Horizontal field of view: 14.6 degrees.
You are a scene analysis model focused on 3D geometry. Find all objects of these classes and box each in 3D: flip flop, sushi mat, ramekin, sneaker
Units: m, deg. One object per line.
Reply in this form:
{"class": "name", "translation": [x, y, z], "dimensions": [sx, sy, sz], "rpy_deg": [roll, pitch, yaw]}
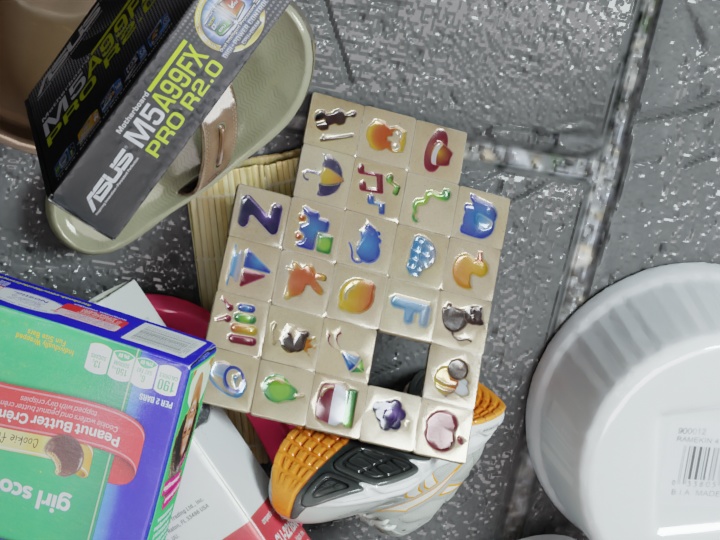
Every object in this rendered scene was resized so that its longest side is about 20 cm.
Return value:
{"class": "flip flop", "translation": [-0.105, -0.081, 1.643], "dimensions": [0.200, 0.058, 0.081], "rpy_deg": [-40, 100, 9]}
{"class": "sushi mat", "translation": [-0.050, 0.024, 1.724], "dimensions": [0.095, 0.012, 0.201], "rpy_deg": [-9, 112, -7]}
{"class": "ramekin", "translation": [0.210, 0.105, 1.761], "dimensions": [0.199, 0.098, 0.202], "rpy_deg": [-4, 112, -9]}
{"class": "sneaker", "translation": [0.014, 0.130, 1.702], "dimensions": [0.200, 0.076, 0.092], "rpy_deg": [-18, 133, -49]}

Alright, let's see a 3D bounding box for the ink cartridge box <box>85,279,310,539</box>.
{"class": "ink cartridge box", "translation": [-0.144, 0.128, 1.645], "dimensions": [0.144, 0.084, 0.200], "rpy_deg": [-33, 93, 14]}

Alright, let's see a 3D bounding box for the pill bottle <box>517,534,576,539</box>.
{"class": "pill bottle", "translation": [0.133, 0.274, 1.804], "dimensions": [0.112, 0.113, 0.201], "rpy_deg": [-19, 114, -3]}

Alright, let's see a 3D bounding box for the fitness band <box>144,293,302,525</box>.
{"class": "fitness band", "translation": [-0.116, 0.106, 1.724], "dimensions": [0.143, 0.037, 0.201], "rpy_deg": [-25, 112, 11]}

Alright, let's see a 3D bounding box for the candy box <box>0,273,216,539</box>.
{"class": "candy box", "translation": [-0.188, 0.116, 1.568], "dimensions": [0.168, 0.077, 0.201], "rpy_deg": [17, 102, 9]}

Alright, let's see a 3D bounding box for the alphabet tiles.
{"class": "alphabet tiles", "translation": [0.000, 0.000, 1.666], "dimensions": [0.166, 0.008, 0.201], "rpy_deg": [14, 74, -12]}

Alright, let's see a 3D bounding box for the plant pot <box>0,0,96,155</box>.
{"class": "plant pot", "translation": [-0.162, -0.171, 1.584], "dimensions": [0.200, 0.093, 0.202], "rpy_deg": [-4, 111, -10]}

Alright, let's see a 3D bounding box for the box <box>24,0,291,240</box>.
{"class": "box", "translation": [-0.098, -0.130, 1.476], "dimensions": [0.044, 0.160, 0.200], "rpy_deg": [33, 103, -22]}
